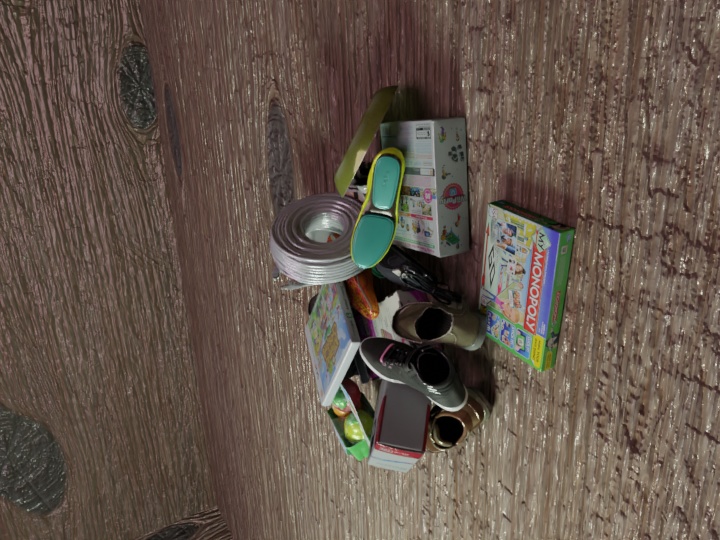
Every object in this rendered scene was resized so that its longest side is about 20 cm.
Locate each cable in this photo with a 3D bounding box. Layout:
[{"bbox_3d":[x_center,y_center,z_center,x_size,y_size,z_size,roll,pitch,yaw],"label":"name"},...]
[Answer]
[{"bbox_3d":[-0.069,-0.062,1.103,0.070,0.197,0.202,87,176,-47],"label":"cable"}]

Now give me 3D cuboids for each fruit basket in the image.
[{"bbox_3d":[-0.030,0.273,1.208,0.202,0.093,0.185,63,171,-31],"label":"fruit basket"}]

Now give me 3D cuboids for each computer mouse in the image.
[{"bbox_3d":[0.071,0.003,1.017,0.053,0.138,0.200,-56,32,7],"label":"computer mouse"}]

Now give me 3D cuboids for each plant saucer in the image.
[{"bbox_3d":[0.003,-0.217,0.994,0.202,0.031,0.200,-62,5,10],"label":"plant saucer"}]

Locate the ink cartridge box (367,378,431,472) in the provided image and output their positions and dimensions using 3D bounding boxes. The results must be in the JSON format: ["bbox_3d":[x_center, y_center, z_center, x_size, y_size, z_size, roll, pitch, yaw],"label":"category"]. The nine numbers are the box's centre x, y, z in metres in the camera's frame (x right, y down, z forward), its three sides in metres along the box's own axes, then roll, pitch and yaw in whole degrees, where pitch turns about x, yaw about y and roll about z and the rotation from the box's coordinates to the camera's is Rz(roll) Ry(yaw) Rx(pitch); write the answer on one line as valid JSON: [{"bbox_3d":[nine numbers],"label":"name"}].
[{"bbox_3d":[0.068,0.260,1.058,0.201,0.081,0.148,99,-179,-63],"label":"ink cartridge box"}]

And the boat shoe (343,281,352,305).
[{"bbox_3d":[-0.023,0.038,1.257,0.200,0.071,0.077,-145,37,-79],"label":"boat shoe"}]

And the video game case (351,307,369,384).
[{"bbox_3d":[-0.007,0.148,1.232,0.200,0.019,0.145,70,-176,-86],"label":"video game case"}]

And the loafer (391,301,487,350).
[{"bbox_3d":[0.108,0.078,0.942,0.199,0.069,0.076,-4,69,56],"label":"loafer"}]

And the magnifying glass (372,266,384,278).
[{"bbox_3d":[0.016,-0.023,1.208,0.199,0.022,0.081,-6,94,64],"label":"magnifying glass"}]

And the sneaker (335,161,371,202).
[{"bbox_3d":[0.016,-0.146,1.100,0.080,0.074,0.200,48,176,-22],"label":"sneaker"}]

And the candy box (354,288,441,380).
[{"bbox_3d":[0.067,0.122,1.133,0.200,0.060,0.138,-35,69,62],"label":"candy box"}]

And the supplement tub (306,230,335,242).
[{"bbox_3d":[-0.095,-0.065,1.287,0.199,0.121,0.125,-1,102,65],"label":"supplement tub"}]

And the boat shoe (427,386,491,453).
[{"bbox_3d":[0.143,0.261,1.008,0.076,0.071,0.201,44,143,16],"label":"boat shoe"}]

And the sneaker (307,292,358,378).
[{"bbox_3d":[-0.057,0.152,1.343,0.203,0.076,0.148,-114,6,-51],"label":"sneaker"}]

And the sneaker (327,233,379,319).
[{"bbox_3d":[0.000,0.000,1.135,0.073,0.076,0.202,103,149,-55],"label":"sneaker"}]

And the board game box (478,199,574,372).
[{"bbox_3d":[0.221,0.019,0.830,0.134,0.029,0.203,36,133,53],"label":"board game box"}]

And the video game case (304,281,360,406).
[{"bbox_3d":[-0.058,0.122,1.137,0.201,0.022,0.184,114,149,-42],"label":"video game case"}]

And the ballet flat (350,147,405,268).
[{"bbox_3d":[0.032,-0.101,0.960,0.067,0.066,0.202,-75,-1,-62],"label":"ballet flat"}]

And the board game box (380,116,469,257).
[{"bbox_3d":[0.101,-0.134,0.952,0.147,0.063,0.203,21,119,59],"label":"board game box"}]

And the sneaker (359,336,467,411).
[{"bbox_3d":[0.075,0.138,0.939,0.198,0.071,0.100,26,155,30],"label":"sneaker"}]
